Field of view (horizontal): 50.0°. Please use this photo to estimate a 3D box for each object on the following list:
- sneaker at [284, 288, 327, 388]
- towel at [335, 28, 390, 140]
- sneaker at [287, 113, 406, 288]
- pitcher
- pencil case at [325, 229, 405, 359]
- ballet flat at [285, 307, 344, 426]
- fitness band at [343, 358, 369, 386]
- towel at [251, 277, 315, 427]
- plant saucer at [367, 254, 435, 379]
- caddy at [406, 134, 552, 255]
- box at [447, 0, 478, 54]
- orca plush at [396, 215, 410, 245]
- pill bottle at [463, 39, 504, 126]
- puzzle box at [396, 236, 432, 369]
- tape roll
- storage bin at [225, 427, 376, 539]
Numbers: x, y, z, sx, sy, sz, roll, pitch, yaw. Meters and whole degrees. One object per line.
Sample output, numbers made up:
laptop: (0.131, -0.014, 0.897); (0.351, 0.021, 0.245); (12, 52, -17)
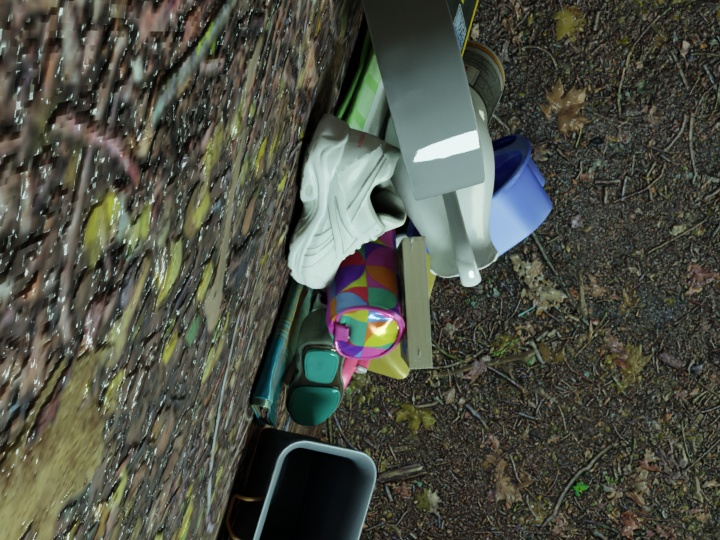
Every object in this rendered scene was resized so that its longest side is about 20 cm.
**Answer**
sneaker: (-0.045, 0.069, 0.974); (0.201, 0.081, 0.075); (-52, -141, 16)
towel: (0.023, -0.189, 0.872); (0.200, 0.030, 0.151); (35, 73, -72)
sneaker: (-0.011, -0.044, 0.711); (0.201, 0.098, 0.078); (103, 4, -52)
pitcher: (0.096, -0.088, 0.843); (0.172, 0.120, 0.202); (-83, 158, -81)
pencil case: (0.000, 0.000, 0.836); (0.201, 0.087, 0.089); (-96, -164, -48)
ballet flat: (-0.048, 0.113, 0.898); (0.201, 0.067, 0.064); (105, -10, -53)
fitness band: (-0.033, 0.092, 1.059); (0.143, 0.037, 0.202); (-21, -131, 52)
towel: (-0.078, 0.068, 0.858); (0.147, 0.021, 0.202); (102, 5, -70)
plant saucer: (0.005, 0.040, 1.147); (0.048, 0.198, 0.202); (27, 77, -49)
caddy: (0.149, -0.090, 0.995); (0.199, 0.105, 0.142); (-37, -155, 23)
box: (0.077, -0.315, 0.808); (0.200, 0.049, 0.161); (52, 54, -62)
orca plush: (0.043, -0.057, 1.080); (0.106, 0.197, 0.072); (-101, -172, -57)
pill bottle: (0.126, -0.227, 1.059); (0.201, 0.115, 0.117); (-61, 169, -48)
puzzle box: (0.057, 0.036, 0.864); (0.200, 0.025, 0.135); (83, 4, -87)
tape roll: (0.054, -0.167, 0.680); (0.200, 0.065, 0.203); (-15, 90, -84)
storage bin: (-0.091, 0.281, 0.896); (0.134, 0.144, 0.202); (11, -95, 65)
